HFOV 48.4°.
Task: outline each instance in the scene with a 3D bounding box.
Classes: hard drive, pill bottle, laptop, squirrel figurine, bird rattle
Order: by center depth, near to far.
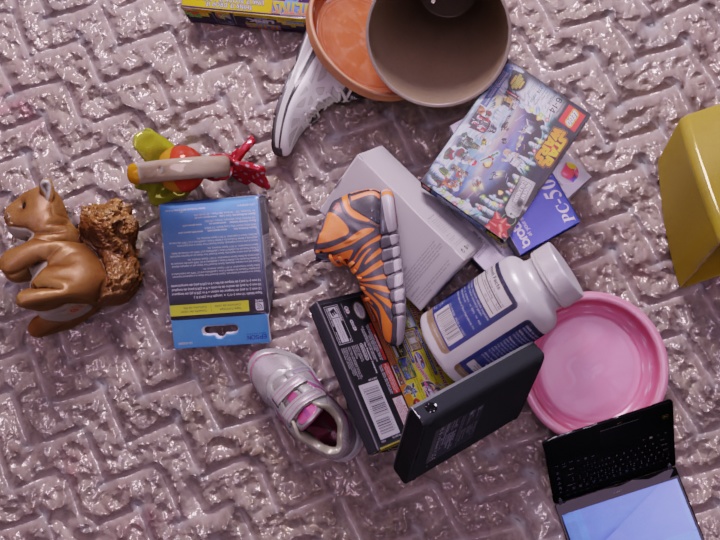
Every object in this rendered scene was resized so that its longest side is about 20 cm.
[{"bbox_3d":[0.137,0.179,1.008,0.198,0.141,0.033,-23,53,-27],"label":"hard drive"},{"bbox_3d":[0.345,0.294,1.035,0.174,0.104,0.202,-18,125,0],"label":"laptop"},{"bbox_3d":[0.185,0.053,1.047,0.199,0.111,0.112,-35,81,18],"label":"pill bottle"},{"bbox_3d":[-0.231,-0.134,1.108,0.196,0.163,0.115,6,102,13],"label":"bird rattle"},{"bbox_3d":[-0.407,-0.034,1.129,0.197,0.142,0.189,-16,72,-13],"label":"squirrel figurine"}]

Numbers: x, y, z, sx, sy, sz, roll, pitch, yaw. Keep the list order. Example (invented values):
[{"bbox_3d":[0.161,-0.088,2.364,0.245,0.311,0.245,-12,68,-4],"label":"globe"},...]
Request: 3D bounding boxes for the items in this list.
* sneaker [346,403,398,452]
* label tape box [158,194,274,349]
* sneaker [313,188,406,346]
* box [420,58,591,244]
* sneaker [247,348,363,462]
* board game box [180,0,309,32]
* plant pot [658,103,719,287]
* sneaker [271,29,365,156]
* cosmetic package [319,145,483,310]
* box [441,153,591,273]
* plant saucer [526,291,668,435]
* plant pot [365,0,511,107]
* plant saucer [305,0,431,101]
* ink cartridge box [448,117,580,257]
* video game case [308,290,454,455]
[{"bbox_3d":[0.009,0.155,1.093,0.086,0.080,0.203,-32,68,27],"label":"sneaker"},{"bbox_3d":[-0.197,0.001,1.125,0.140,0.066,0.204,-4,98,3],"label":"label tape box"},{"bbox_3d":[0.000,0.000,1.030,0.110,0.078,0.204,-7,93,5],"label":"sneaker"},{"bbox_3d":[0.189,-0.156,1.050,0.136,0.040,0.201,34,88,8],"label":"box"},{"bbox_3d":[-0.076,0.179,1.087,0.199,0.088,0.082,40,87,7],"label":"sneaker"},{"bbox_3d":[-0.154,-0.449,1.186,0.196,0.057,0.169,7,86,4],"label":"board game box"},{"bbox_3d":[0.497,-0.115,1.042,0.197,0.200,0.179,-18,71,1],"label":"plant pot"},{"bbox_3d":[-0.051,-0.247,1.144,0.114,0.076,0.204,20,90,1],"label":"sneaker"},{"bbox_3d":[0.055,-0.060,1.091,0.200,0.085,0.108,46,122,8],"label":"cosmetic package"},{"bbox_3d":[0.199,-0.111,1.129,0.156,0.041,0.200,44,88,7],"label":"box"},{"bbox_3d":[0.312,0.132,1.087,0.197,0.051,0.205,0,84,4],"label":"plant saucer"},{"bbox_3d":[0.113,-0.353,1.080,0.184,0.201,0.190,6,128,8],"label":"plant pot"},{"bbox_3d":[0.013,-0.327,1.131,0.197,0.032,0.204,11,65,-24],"label":"plant saucer"},{"bbox_3d":[0.207,-0.128,1.088,0.093,0.044,0.202,-27,82,2],"label":"ink cartridge box"},{"bbox_3d":[0.041,0.120,1.051,0.179,0.025,0.203,-11,71,-42],"label":"video game case"}]
